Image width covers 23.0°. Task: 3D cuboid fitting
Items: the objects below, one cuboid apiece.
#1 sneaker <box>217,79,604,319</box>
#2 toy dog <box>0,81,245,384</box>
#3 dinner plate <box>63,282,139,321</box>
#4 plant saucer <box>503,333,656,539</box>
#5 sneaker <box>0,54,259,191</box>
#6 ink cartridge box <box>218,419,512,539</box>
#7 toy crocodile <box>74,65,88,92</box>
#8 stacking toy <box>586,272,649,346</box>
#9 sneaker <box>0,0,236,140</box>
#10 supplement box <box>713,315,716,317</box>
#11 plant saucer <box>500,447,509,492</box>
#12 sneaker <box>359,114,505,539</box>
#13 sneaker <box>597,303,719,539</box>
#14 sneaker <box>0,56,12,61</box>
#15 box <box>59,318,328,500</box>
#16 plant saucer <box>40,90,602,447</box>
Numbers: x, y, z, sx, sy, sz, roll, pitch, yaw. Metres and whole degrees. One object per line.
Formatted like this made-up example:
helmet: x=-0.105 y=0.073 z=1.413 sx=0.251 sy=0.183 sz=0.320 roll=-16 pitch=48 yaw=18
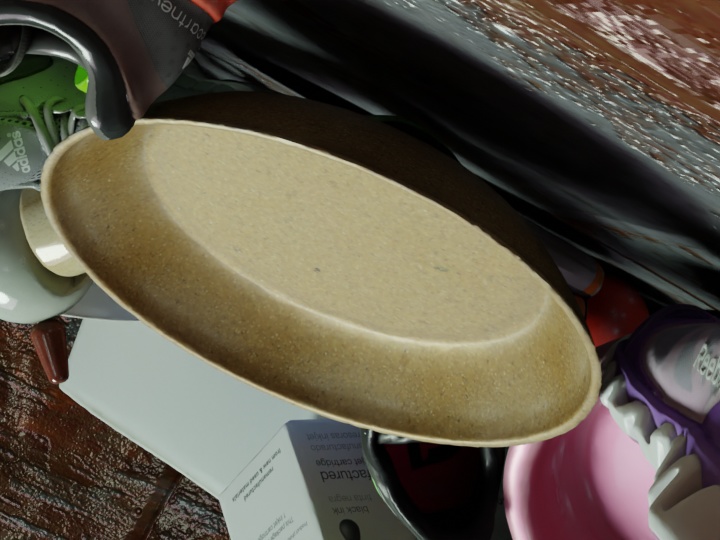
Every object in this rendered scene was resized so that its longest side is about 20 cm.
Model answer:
sneaker: x=0.000 y=0.000 z=0.788 sx=0.200 sy=0.112 sz=0.078 roll=29 pitch=-178 yaw=2
toy dog: x=-0.131 y=-0.013 z=0.855 sx=0.132 sy=0.096 sz=0.200 roll=-7 pitch=-163 yaw=41
dinner plate: x=-0.193 y=-0.017 z=0.991 sx=0.200 sy=0.024 sz=0.200 roll=17 pitch=-167 yaw=-4
plant saucer: x=0.159 y=0.096 z=0.709 sx=0.200 sy=0.201 sz=0.051 roll=28 pitch=-138 yaw=4
sneaker: x=-0.104 y=-0.043 z=0.722 sx=0.115 sy=0.075 sz=0.200 roll=-15 pitch=-151 yaw=-22
ink cartridge box: x=0.032 y=0.179 z=0.887 sx=0.144 sy=0.084 sz=0.200 roll=2 pitch=-125 yaw=-35
toy crocodile: x=-0.102 y=-0.099 z=0.642 sx=0.067 sy=0.062 sz=0.200 roll=29 pitch=-177 yaw=-19
stacking toy: x=0.044 y=0.002 z=0.861 sx=0.200 sy=0.085 sz=0.085 roll=24 pitch=177 yaw=13
sneaker: x=-0.136 y=-0.103 z=0.510 sx=0.200 sy=0.082 sz=0.077 roll=28 pitch=178 yaw=4
supplement box: x=0.153 y=0.131 z=0.809 sx=0.109 sy=0.200 sz=0.061 roll=28 pitch=180 yaw=-2
plant saucer: x=0.100 y=0.054 z=0.930 sx=0.200 sy=0.036 sz=0.200 roll=6 pitch=-154 yaw=-3
sneaker: x=0.027 y=0.029 z=0.709 sx=0.084 sy=0.077 sz=0.200 roll=-115 pitch=7 yaw=-63
sneaker: x=0.131 y=0.040 z=0.540 sx=0.080 sy=0.088 sz=0.200 roll=31 pitch=-169 yaw=-6
sneaker: x=-0.189 y=-0.124 z=0.838 sx=0.086 sy=0.078 sz=0.200 roll=32 pitch=178 yaw=-1
box: x=-0.037 y=0.044 z=1.121 sx=0.200 sy=0.171 sz=0.199 roll=27 pitch=-169 yaw=34
plant saucer: x=-0.010 y=-0.004 z=0.600 sx=0.200 sy=0.035 sz=0.200 roll=19 pitch=154 yaw=9
